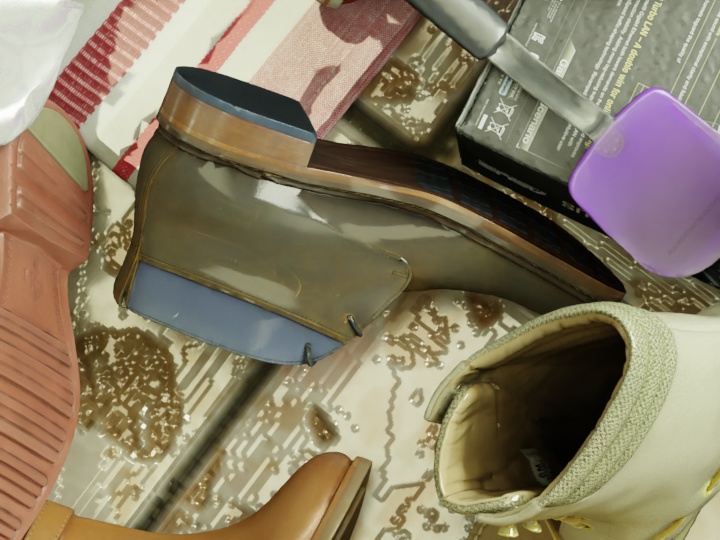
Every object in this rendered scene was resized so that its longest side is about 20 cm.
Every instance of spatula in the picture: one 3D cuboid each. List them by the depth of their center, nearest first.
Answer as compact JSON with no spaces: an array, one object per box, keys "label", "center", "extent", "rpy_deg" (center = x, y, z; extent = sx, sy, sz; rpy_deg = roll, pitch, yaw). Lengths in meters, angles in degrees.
[{"label":"spatula","center":[0.062,-0.075,1.047],"extent":[0.200,0.021,0.057],"rpy_deg":[41,88,11]}]

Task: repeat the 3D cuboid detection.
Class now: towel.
[{"label":"towel","center":[-0.087,-0.121,1.149],"extent":[0.200,0.023,0.144],"rpy_deg":[40,88,7]}]

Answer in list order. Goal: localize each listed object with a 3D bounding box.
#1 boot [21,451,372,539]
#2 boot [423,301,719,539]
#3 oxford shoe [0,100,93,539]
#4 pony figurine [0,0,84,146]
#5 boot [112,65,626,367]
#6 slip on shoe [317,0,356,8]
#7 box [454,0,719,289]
[{"label":"boot","center":[-0.103,0.117,1.104],"extent":[0.155,0.077,0.200],"rpy_deg":[38,94,10]},{"label":"boot","center":[0.071,0.075,1.021],"extent":[0.200,0.154,0.072],"rpy_deg":[-45,65,31]},{"label":"oxford shoe","center":[-0.155,0.030,1.097],"extent":[0.074,0.071,0.201],"rpy_deg":[-12,54,30]},{"label":"pony figurine","center":[-0.208,-0.064,1.063],"extent":[0.166,0.200,0.194],"rpy_deg":[24,64,-37]},{"label":"boot","center":[0.000,0.000,1.111],"extent":[0.199,0.075,0.097],"rpy_deg":[23,103,-9]},{"label":"slip on shoe","center":[0.050,-0.176,1.113],"extent":[0.061,0.074,0.200],"rpy_deg":[40,72,1]},{"label":"box","center":[0.151,-0.102,1.100],"extent":[0.163,0.086,0.201],"rpy_deg":[25,86,6]}]
